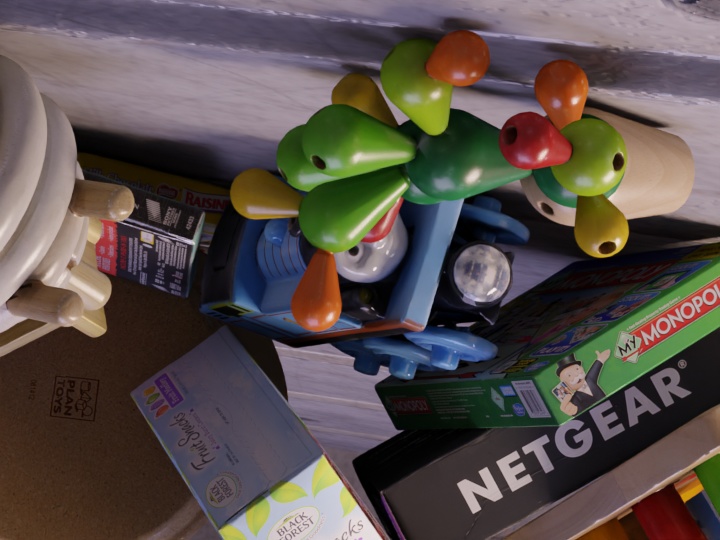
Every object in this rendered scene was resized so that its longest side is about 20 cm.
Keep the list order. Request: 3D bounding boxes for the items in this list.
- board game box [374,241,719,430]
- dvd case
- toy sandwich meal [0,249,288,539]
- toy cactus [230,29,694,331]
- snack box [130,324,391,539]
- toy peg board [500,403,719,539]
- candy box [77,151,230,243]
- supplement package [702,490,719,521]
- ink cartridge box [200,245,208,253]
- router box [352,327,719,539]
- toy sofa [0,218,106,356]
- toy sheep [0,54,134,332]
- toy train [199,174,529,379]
[{"bbox_3d":[0.101,0.033,1.386,0.134,0.029,0.200,-31,-172,-20],"label":"board game box"},{"bbox_3d":[-0.175,-0.038,1.403,0.200,0.022,0.146,17,168,-1],"label":"dvd case"},{"bbox_3d":[-0.145,0.067,1.505,0.205,0.206,0.070,10,171,-3],"label":"toy sandwich meal"},{"bbox_3d":[0.054,-0.033,1.059,0.165,0.102,0.200,3,169,-33],"label":"toy cactus"},{"bbox_3d":[-0.018,0.144,1.402,0.200,0.068,0.169,57,175,-26],"label":"snack box"},{"bbox_3d":[0.179,0.131,1.424,0.199,0.098,0.200,-37,167,38],"label":"toy peg board"},{"bbox_3d":[-0.141,-0.034,1.518,0.102,0.026,0.200,16,171,-25],"label":"candy box"},{"bbox_3d":[0.274,0.137,1.767,0.111,0.156,0.200,17,170,-41],"label":"supplement package"},{"bbox_3d":[-0.182,0.023,1.646,0.200,0.083,0.147,10,-168,-2],"label":"ink cartridge box"},{"bbox_3d":[0.098,0.076,1.433,0.200,0.051,0.149,-29,-176,-3],"label":"router box"},{"bbox_3d":[-0.221,0.013,1.331,0.200,0.098,0.083,-27,144,21],"label":"toy sofa"},{"bbox_3d":[-0.172,-0.031,1.172,0.138,0.138,0.200,3,151,44],"label":"toy sheep"},{"bbox_3d":[0.000,0.000,1.371,0.114,0.087,0.200,18,171,-18],"label":"toy train"}]
